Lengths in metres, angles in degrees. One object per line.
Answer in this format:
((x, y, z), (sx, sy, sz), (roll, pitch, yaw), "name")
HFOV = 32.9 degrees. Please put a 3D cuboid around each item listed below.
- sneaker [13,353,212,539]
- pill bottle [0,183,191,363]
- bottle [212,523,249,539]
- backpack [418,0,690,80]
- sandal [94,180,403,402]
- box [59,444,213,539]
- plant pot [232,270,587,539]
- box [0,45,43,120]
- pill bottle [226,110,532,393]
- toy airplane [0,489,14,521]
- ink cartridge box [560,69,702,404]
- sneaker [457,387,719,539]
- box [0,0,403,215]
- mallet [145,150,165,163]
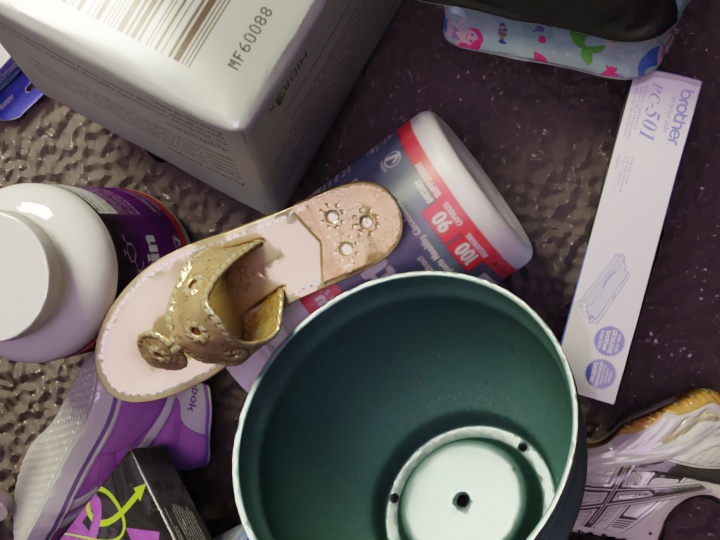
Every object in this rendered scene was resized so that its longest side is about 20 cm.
((-0.171, 0.143, 0.868), (0.200, 0.114, 0.073), (-49, 40, 37), "sneaker")
((-0.192, 0.000, 0.799), (0.112, 0.200, 0.113), (1, 93, 13), "pill bottle")
((-0.115, 0.235, 0.851), (0.200, 0.084, 0.065), (-30, 111, 25), "bottle")
((0.134, -0.219, 0.731), (0.177, 0.151, 0.200), (15, 55, 22), "backpack")
((-0.072, 0.013, 0.703), (0.212, 0.070, 0.078), (-30, 95, 5), "sandal")
((-0.161, 0.234, 0.812), (0.200, 0.036, 0.143), (-52, 57, 28), "box")
((0.045, 0.119, 0.713), (0.200, 0.134, 0.201), (-12, 56, 19), "plant pot")
((-0.297, -0.207, 0.896), (0.119, 0.041, 0.200), (-42, 81, 11), "box")
((0.000, 0.000, 0.799), (0.200, 0.120, 0.120), (-36, 85, 12), "pill bottle")
((-0.348, 0.136, 0.869), (0.199, 0.141, 0.200), (21, 115, 22), "toy airplane")
((0.168, -0.022, 0.772), (0.044, 0.094, 0.200), (15, 96, 11), "ink cartridge box")
((0.155, 0.151, 0.792), (0.200, 0.076, 0.088), (-23, 87, 13), "sneaker")
((-0.096, -0.178, 0.762), (0.199, 0.171, 0.200), (28, 78, 10), "box")
((-0.151, -0.179, 0.869), (0.066, 0.041, 0.200), (-21, 84, 12), "mallet")
